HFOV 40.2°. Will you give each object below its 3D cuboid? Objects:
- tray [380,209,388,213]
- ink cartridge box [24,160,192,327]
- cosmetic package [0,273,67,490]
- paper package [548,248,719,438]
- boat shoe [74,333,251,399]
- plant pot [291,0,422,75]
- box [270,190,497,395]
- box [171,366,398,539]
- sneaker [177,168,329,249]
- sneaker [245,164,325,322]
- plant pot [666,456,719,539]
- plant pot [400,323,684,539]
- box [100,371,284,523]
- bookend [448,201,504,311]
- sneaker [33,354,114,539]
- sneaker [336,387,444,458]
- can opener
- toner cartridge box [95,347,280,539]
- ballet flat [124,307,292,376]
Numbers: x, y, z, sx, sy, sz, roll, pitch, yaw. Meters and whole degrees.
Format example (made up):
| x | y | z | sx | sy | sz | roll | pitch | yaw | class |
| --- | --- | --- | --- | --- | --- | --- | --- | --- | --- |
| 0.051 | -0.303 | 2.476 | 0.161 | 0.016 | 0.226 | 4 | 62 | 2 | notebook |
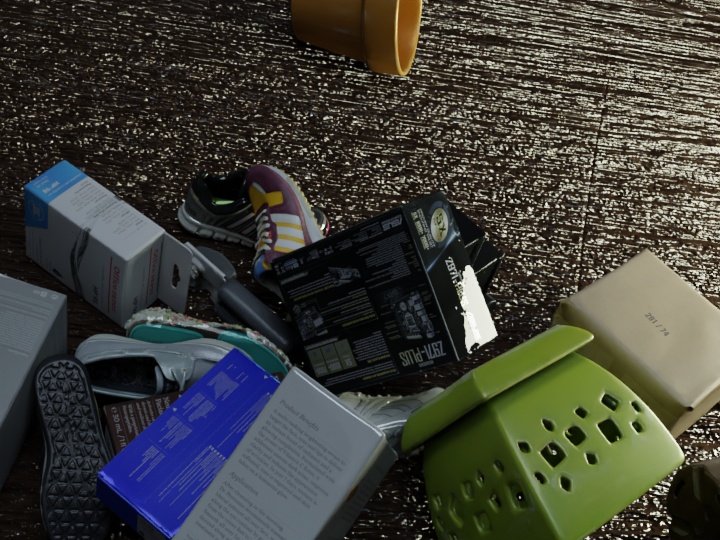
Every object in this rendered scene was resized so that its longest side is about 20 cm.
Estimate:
| x | y | z | sx | sy | sz | roll | pitch | yaw | class |
| --- | --- | --- | --- | --- | --- | --- | --- | --- | --- |
| 0.000 | 0.000 | 1.264 | 0.098 | 0.037 | 0.199 | 42 | 49 | 22 | tray |
| -0.292 | -0.020 | 1.132 | 0.198 | 0.117 | 0.067 | 33 | 46 | 15 | ink cartridge box |
| -0.367 | 0.117 | 0.988 | 0.089 | 0.108 | 0.202 | 18 | 43 | -1 | cosmetic package |
| 0.365 | 0.096 | 1.244 | 0.189 | 0.104 | 0.200 | -26 | 59 | -35 | paper package |
| -0.211 | 0.115 | 1.054 | 0.196 | 0.071 | 0.072 | 6 | 21 | -4 | boat shoe |
| -0.008 | -0.421 | 1.562 | 0.179 | 0.203 | 0.202 | 8 | 43 | 12 | plant pot |
| 0.022 | 0.029 | 1.049 | 0.086 | 0.198 | 0.167 | -22 | 91 | -51 | box |
| -0.067 | 0.213 | 0.905 | 0.105 | 0.153 | 0.201 | 33 | 79 | 15 | box |
| -0.133 | -0.080 | 1.259 | 0.196 | 0.088 | 0.075 | 10 | 45 | -9 | sneaker |
| -0.098 | -0.036 | 1.169 | 0.089 | 0.075 | 0.202 | -24 | 72 | -31 | sneaker |
| 0.451 | 0.269 | 1.057 | 0.194 | 0.202 | 0.203 | -6 | 49 | -12 | plant pot |
| 0.169 | 0.180 | 1.002 | 0.198 | 0.199 | 0.184 | -21 | 75 | -35 | plant pot |
| -0.161 | 0.180 | 1.018 | 0.197 | 0.076 | 0.101 | -8 | 51 | -27 | box |
| 0.105 | -0.005 | 1.186 | 0.092 | 0.201 | 0.199 | 41 | 48 | 21 | bookend |
| -0.284 | 0.181 | 0.979 | 0.070 | 0.083 | 0.204 | -4 | 75 | -18 | sneaker |
| 0.014 | 0.162 | 1.090 | 0.198 | 0.079 | 0.099 | -19 | 50 | -34 | sneaker |
| -0.145 | 0.032 | 1.174 | 0.200 | 0.053 | 0.066 | 42 | 49 | 21 | can opener |
| -0.152 | 0.170 | 0.951 | 0.094 | 0.044 | 0.200 | 36 | 49 | 13 | toner cartridge box |
| -0.167 | 0.081 | 1.114 | 0.196 | 0.077 | 0.064 | 19 | 20 | -6 | ballet flat |
